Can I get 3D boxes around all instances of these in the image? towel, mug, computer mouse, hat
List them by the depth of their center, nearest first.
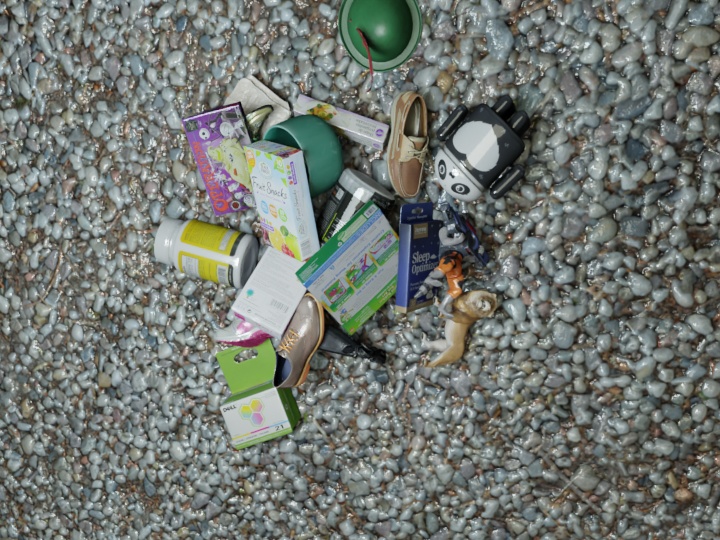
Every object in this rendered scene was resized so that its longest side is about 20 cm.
[{"bbox_3d":[0.029,-0.452,1.152,0.164,0.176,0.202,-35,93,15],"label":"hat"},{"bbox_3d":[-0.112,-0.219,1.250,0.184,0.113,0.155,-24,94,56],"label":"mug"},{"bbox_3d":[-0.236,-0.287,1.309,0.131,0.034,0.203,35,105,4],"label":"towel"},{"bbox_3d":[-0.045,0.146,1.320,0.194,0.138,0.054,10,80,22],"label":"computer mouse"}]

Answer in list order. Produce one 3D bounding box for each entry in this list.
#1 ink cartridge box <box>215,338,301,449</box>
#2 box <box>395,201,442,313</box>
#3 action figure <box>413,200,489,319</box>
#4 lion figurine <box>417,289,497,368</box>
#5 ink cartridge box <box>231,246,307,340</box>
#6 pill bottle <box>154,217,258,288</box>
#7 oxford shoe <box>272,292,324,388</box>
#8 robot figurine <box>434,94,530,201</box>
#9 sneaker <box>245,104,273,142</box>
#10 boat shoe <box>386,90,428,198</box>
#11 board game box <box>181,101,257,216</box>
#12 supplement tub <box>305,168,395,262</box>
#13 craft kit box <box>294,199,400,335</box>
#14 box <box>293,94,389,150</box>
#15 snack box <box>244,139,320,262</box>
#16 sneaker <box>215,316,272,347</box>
[{"bbox_3d":[-0.237,0.265,1.388,0.144,0.076,0.206,-20,97,14],"label":"ink cartridge box"},{"bbox_3d":[0.116,-0.028,1.244,0.032,0.119,0.207,9,103,37],"label":"box"},{"bbox_3d":[0.163,-0.041,1.211,0.102,0.197,0.201,-3,141,38],"label":"action figure"},{"bbox_3d":[0.194,0.122,1.287,0.119,0.073,0.205,9,119,-19],"label":"lion figurine"},{"bbox_3d":[-0.167,0.028,1.310,0.117,0.042,0.204,25,65,5],"label":"ink cartridge box"},{"bbox_3d":[-0.323,-0.041,1.330,0.194,0.114,0.118,15,103,8],"label":"pill bottle"},{"bbox_3d":[-0.125,0.144,1.259,0.070,0.072,0.206,22,105,29],"label":"oxford shoe"},{"bbox_3d":[0.226,-0.225,1.182,0.124,0.152,0.200,33,108,-34],"label":"robot figurine"},{"bbox_3d":[-0.228,-0.245,1.271,0.088,0.077,0.199,42,113,-12],"label":"sneaker"},{"bbox_3d":[0.094,-0.241,1.221,0.073,0.071,0.207,-8,102,-24],"label":"boat shoe"},{"bbox_3d":[-0.259,-0.214,1.236,0.116,0.033,0.205,-11,120,7],"label":"board game box"},{"bbox_3d":[-0.026,-0.087,1.259,0.121,0.123,0.203,32,104,3],"label":"supplement tub"},{"bbox_3d":[0.000,0.000,1.223,0.199,0.049,0.198,-43,133,-3],"label":"craft kit box"},{"bbox_3d":[-0.038,-0.294,1.260,0.194,0.042,0.040,21,78,6],"label":"box"},{"bbox_3d":[-0.149,-0.133,1.204,0.140,0.052,0.206,23,130,46],"label":"snack box"},{"bbox_3d":[-0.224,0.107,1.358,0.194,0.081,0.091,-16,70,15],"label":"sneaker"}]
